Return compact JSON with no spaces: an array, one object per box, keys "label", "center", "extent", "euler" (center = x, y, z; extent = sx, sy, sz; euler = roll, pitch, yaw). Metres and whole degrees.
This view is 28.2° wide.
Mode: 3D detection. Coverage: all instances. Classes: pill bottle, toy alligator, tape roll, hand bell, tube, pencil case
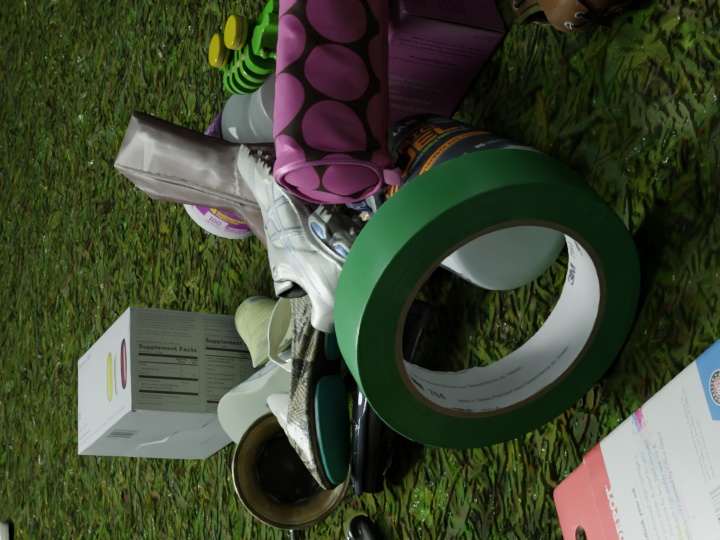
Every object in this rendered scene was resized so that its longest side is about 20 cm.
[{"label":"pill bottle","center":[0.067,-0.059,1.085],"extent":[0.200,0.105,0.107],"euler":[31,112,62]},{"label":"toy alligator","center":[-0.085,-0.198,1.260],"extent":[0.200,0.059,0.055],"euler":[-30,58,60]},{"label":"tape roll","center":[0.083,0.021,0.927],"extent":[0.048,0.199,0.202],"euler":[57,134,52]},{"label":"hand bell","center":[-0.069,0.182,1.327],"extent":[0.200,0.103,0.105],"euler":[130,143,-81]},{"label":"tube","center":[-0.086,0.058,1.385],"extent":[0.200,0.051,0.059],"euler":[-168,89,-78]},{"label":"pill bottle","center":[-0.101,-0.120,1.435],"extent":[0.200,0.111,0.113],"euler":[-43,47,54]},{"label":"pencil case","center":[-0.016,-0.150,1.074],"extent":[0.091,0.093,0.202],"euler":[51,-145,-64]}]

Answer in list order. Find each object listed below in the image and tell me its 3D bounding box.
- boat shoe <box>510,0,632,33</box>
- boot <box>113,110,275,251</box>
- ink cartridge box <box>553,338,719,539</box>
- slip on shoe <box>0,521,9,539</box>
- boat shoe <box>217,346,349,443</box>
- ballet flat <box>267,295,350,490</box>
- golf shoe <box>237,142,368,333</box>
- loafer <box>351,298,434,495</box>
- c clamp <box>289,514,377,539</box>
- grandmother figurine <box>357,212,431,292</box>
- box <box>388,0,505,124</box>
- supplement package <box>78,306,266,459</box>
[{"label":"boat shoe","center":[0.160,-0.194,0.974],"extent":[0.200,0.071,0.069],"euler":[-145,60,-72]},{"label":"boot","center":[-0.136,-0.059,1.379],"extent":[0.064,0.198,0.188],"euler":[-57,-29,-51]},{"label":"ink cartridge box","center":[0.197,0.133,0.818],"extent":[0.200,0.067,0.117],"euler":[-53,39,47]},{"label":"slip on shoe","center":[-0.664,0.494,2.521],"extent":[0.200,0.060,0.077],"euler":[-41,48,54]},{"label":"boat shoe","center":[-0.068,0.115,1.376],"extent":[0.070,0.071,0.201],"euler":[52,141,0]},{"label":"ballet flat","center":[-0.044,0.082,1.211],"extent":[0.075,0.068,0.202],"euler":[0,87,27]},{"label":"golf shoe","center":[-0.058,-0.030,1.164],"extent":[0.098,0.078,0.200],"euler":[-59,44,16]},{"label":"loafer","center":[0.025,0.107,1.184],"extent":[0.072,0.062,0.202],"euler":[-89,1,-57]},{"label":"c clamp","center":[-0.023,0.284,1.285],"extent":[0.200,0.027,0.172],"euler":[-46,45,53]},{"label":"grandmother figurine","center":[0.000,0.000,1.272],"extent":[0.122,0.060,0.200],"euler":[-64,19,-15]},{"label":"box","center":[0.018,-0.204,1.226],"extent":[0.200,0.096,0.177],"euler":[-56,38,45]},{"label":"supplement package","center":[-0.207,0.127,1.552],"extent":[0.200,0.154,0.112],"euler":[-38,51,56]}]
